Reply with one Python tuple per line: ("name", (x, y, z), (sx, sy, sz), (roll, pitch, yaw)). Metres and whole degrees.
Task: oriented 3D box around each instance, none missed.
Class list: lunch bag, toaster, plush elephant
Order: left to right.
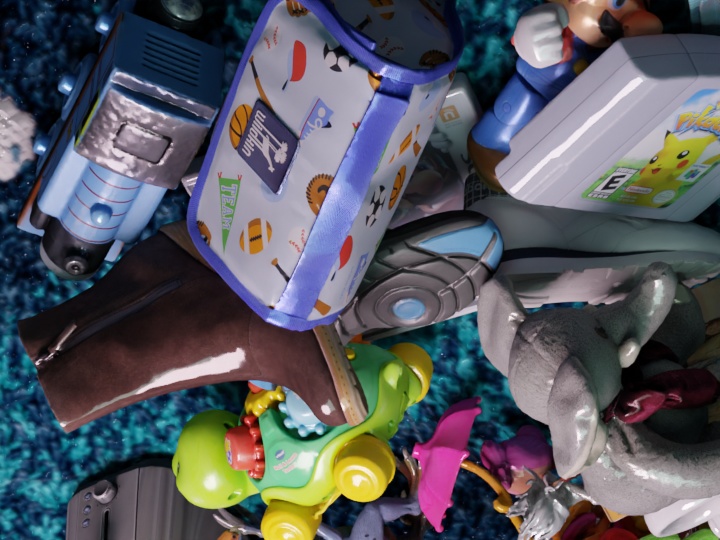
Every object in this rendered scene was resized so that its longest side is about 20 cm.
("toaster", (-0.143, 0.248, 1.526), (0.113, 0.130, 0.200), (-21, 129, 21))
("lunch bag", (-0.020, -0.080, 1.150), (0.123, 0.200, 0.171), (19, 114, -13))
("plush elephant", (0.149, 0.062, 1.200), (0.199, 0.165, 0.155), (-34, 135, -4))

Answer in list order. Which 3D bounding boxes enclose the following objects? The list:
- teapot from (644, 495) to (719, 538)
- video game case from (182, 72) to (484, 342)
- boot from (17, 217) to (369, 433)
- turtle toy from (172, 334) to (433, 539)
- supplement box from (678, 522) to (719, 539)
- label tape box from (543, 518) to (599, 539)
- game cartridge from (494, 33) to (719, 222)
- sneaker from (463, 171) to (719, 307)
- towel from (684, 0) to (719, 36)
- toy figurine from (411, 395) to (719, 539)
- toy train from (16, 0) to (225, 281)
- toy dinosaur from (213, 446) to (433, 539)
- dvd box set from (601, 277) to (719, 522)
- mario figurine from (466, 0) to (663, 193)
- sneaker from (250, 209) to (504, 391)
("teapot", (0.292, 0.139, 1.373), (0.200, 0.198, 0.146), (41, 123, -19))
("video game case", (0.008, -0.029, 1.342), (0.198, 0.023, 0.182), (-16, 129, 16))
("boot", (-0.100, 0.056, 1.194), (0.165, 0.200, 0.073), (-30, 137, -8))
("turtle toy", (-0.045, 0.109, 1.374), (0.101, 0.146, 0.200), (44, 123, -12))
("supplement box", (0.288, 0.302, 1.514), (0.132, 0.198, 0.201), (13, 132, -9))
("label tape box", (0.164, 0.297, 1.511), (0.065, 0.201, 0.144), (0, 133, 7))
("game cartridge", (0.186, -0.084, 1.213), (0.199, 0.041, 0.133), (3, 139, -47))
("sneaker", (0.156, -0.025, 1.304), (0.198, 0.081, 0.076), (2, 154, -32))
("towel", (0.284, -0.161, 1.166), (0.198, 0.022, 0.147), (-10, 164, 10))
("toy figurine", (0.127, 0.164, 1.424), (0.199, 0.184, 0.151), (-17, 145, -39))
("toy train", (-0.148, -0.079, 1.239), (0.086, 0.115, 0.200), (22, 129, -17))
("toy dinosaur", (-0.020, 0.202, 1.458), (0.200, 0.181, 0.105), (41, 146, 20))
("dvd box set", (0.232, 0.066, 1.301), (0.199, 0.147, 0.029), (-23, 128, 12))
("mario figurine", (0.134, -0.123, 1.191), (0.105, 0.124, 0.201), (22, 135, -1))
("sneaker", (0.000, 0.000, 1.269), (0.199, 0.082, 0.073), (-25, 130, 27))
